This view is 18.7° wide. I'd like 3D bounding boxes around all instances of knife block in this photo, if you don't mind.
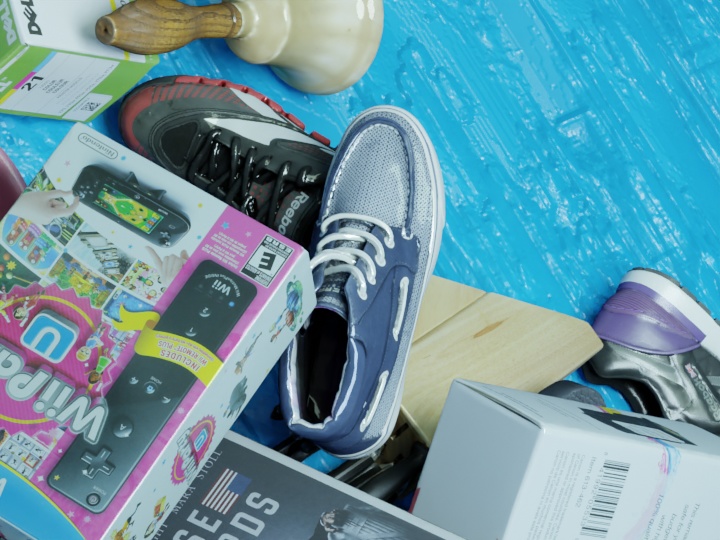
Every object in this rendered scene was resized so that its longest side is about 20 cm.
[{"bbox_3d":[0.043,0.095,1.302,0.199,0.064,0.177,16,59,-20],"label":"knife block"}]

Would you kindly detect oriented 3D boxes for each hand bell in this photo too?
[{"bbox_3d":[-0.085,-0.147,1.301,0.199,0.104,0.105,-15,72,-52],"label":"hand bell"}]

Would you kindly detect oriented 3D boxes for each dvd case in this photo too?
[{"bbox_3d":[-0.040,0.166,1.116,0.199,0.025,0.151,23,49,17],"label":"dvd case"}]

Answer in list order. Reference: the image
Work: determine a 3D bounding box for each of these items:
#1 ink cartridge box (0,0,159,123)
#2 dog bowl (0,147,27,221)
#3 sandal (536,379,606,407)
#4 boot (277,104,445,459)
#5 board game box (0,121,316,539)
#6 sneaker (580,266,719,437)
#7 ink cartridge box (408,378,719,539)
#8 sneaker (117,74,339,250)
[{"bbox_3d":[-0.229,-0.173,1.258,0.199,0.076,0.149,4,61,-47],"label":"ink cartridge box"},{"bbox_3d":[-0.262,-0.010,1.189,0.199,0.074,0.202,13,59,-22],"label":"dog bowl"},{"bbox_3d":[0.067,0.132,1.271,0.200,0.076,0.043,-43,46,-19],"label":"sandal"},{"bbox_3d":[0.000,0.000,1.197,0.072,0.090,0.202,3,80,14],"label":"boot"},{"bbox_3d":[-0.137,0.045,1.109,0.147,0.064,0.201,28,69,15],"label":"board game box"},{"bbox_3d":[0.225,0.095,1.407,0.200,0.076,0.088,38,68,0],"label":"sneaker"},{"bbox_3d":[0.125,0.154,1.235,0.199,0.083,0.147,13,98,-39],"label":"ink cartridge box"},{"bbox_3d":[-0.054,-0.055,1.298,0.199,0.071,0.098,25,19,-3],"label":"sneaker"}]
